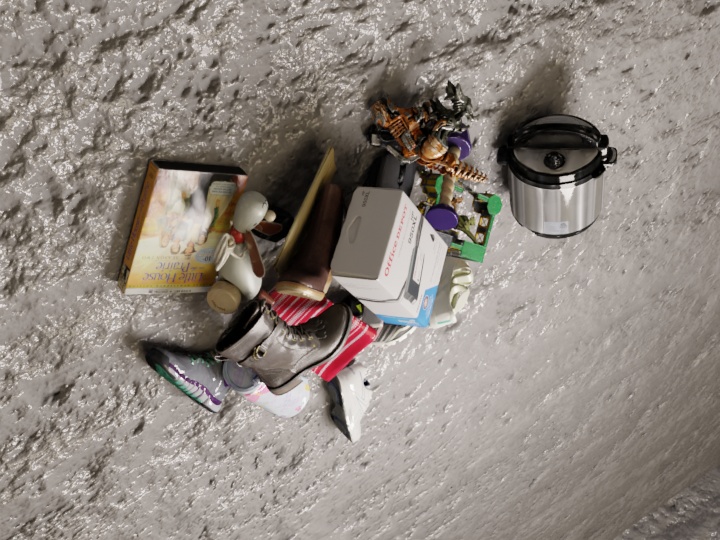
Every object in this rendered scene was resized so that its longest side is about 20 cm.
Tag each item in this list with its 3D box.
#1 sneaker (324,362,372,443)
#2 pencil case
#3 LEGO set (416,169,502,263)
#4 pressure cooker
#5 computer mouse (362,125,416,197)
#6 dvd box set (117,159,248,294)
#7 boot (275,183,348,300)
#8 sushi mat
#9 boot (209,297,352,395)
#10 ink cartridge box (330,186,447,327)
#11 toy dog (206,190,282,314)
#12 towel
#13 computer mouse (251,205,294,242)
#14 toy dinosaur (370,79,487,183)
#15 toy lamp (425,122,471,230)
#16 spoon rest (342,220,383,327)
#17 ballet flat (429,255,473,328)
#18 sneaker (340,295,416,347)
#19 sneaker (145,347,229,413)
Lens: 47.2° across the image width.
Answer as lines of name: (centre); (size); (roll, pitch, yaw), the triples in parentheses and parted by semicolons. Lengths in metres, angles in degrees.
sneaker: (-0.012, 0.265, 1.625); (0.087, 0.074, 0.201); (-29, 139, -25)
pencil case: (-0.156, 0.187, 1.401); (0.091, 0.083, 0.200); (-49, 151, -8)
LEGO set: (0.140, -0.093, 1.441); (0.199, 0.115, 0.155); (5, 96, -38)
pressure cooker: (0.351, -0.179, 1.467); (0.175, 0.179, 0.201); (-30, 139, -12)
computer mouse: (0.044, -0.134, 1.340); (0.138, 0.053, 0.201); (-1, 124, -41)
dvd box set: (-0.252, -0.057, 1.170); (0.145, 0.029, 0.201); (0, 123, -41)
boot: (-0.068, -0.045, 1.202); (0.200, 0.072, 0.168); (-13, 114, -81)
sushi mat: (-0.081, -0.082, 1.217); (0.096, 0.012, 0.201); (91, 22, -76)
boot: (-0.113, 0.092, 1.243); (0.200, 0.069, 0.174); (-46, 140, -8)
ink cartridge box: (0.049, -0.017, 1.252); (0.200, 0.084, 0.146); (42, 59, -55)
toy dog: (-0.154, -0.013, 1.193); (0.200, 0.096, 0.133); (117, -7, -59)
towel: (-0.087, 0.101, 1.368); (0.199, 0.023, 0.145); (32, 120, -27)
computer mouse: (-0.109, -0.065, 1.291); (0.059, 0.034, 0.199); (-40, 149, 18)
toy dinosaur: (0.109, -0.206, 1.271); (0.200, 0.102, 0.136); (45, 70, -27)
toy lamp: (0.143, -0.157, 1.320); (0.058, 0.058, 0.201); (67, 31, -49)
spoon rest: (0.000, 0.000, 1.353); (0.098, 0.061, 0.201); (-6, 124, 11)
ballet flat: (0.171, 0.028, 1.496); (0.070, 0.069, 0.201); (85, 21, -44)
sneaker: (0.009, 0.086, 1.452); (0.198, 0.074, 0.088); (-11, 133, 0)
sneaker: (-0.268, 0.152, 1.324); (0.088, 0.074, 0.200); (-56, 149, -17)
